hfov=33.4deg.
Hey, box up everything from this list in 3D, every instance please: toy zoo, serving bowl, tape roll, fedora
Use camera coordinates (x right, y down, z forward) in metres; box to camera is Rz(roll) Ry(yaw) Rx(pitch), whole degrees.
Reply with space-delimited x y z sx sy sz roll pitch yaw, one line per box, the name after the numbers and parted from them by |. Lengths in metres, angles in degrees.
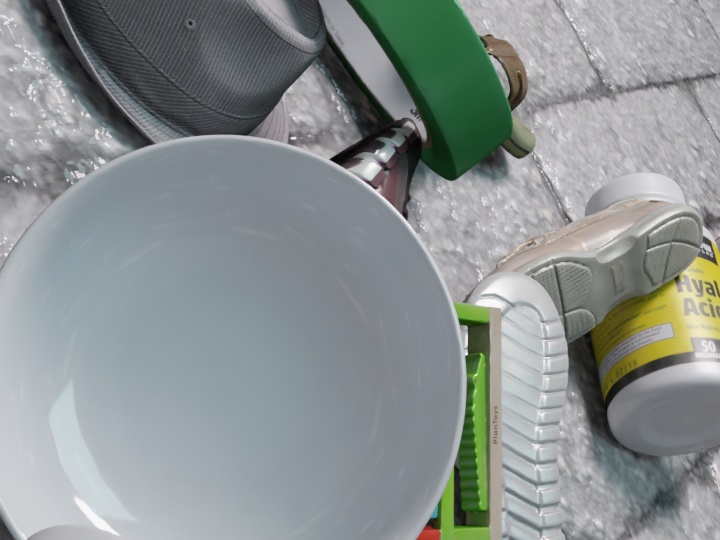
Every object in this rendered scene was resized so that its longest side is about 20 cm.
-0.003 0.074 0.607 0.198 0.020 0.133 8 78 -39 | toy zoo
-0.058 0.049 0.507 0.202 0.199 0.066 59 -11 4 | serving bowl
0.018 -0.151 0.754 0.201 0.048 0.200 53 -3 4 | tape roll
-0.085 -0.156 0.683 0.201 0.090 0.177 53 34 -6 | fedora

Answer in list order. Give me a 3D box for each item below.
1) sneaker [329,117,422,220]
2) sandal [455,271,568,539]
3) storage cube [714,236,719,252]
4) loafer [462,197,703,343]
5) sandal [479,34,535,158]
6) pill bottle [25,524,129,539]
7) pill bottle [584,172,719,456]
0.000 0.000 0.696 0.116 0.075 0.200 55 42 -13 | sneaker
0.082 0.097 0.735 0.082 0.050 0.205 17 62 -24 | sandal
0.441 0.041 1.111 0.178 0.200 0.173 27 43 -27 | storage cube
0.148 0.000 0.839 0.198 0.063 0.073 -22 121 -23 | loafer
0.092 -0.142 0.883 0.080 0.057 0.201 52 11 22 | sandal
-0.121 0.172 0.351 0.111 0.111 0.200 49 34 -11 | pill bottle
0.227 0.028 0.916 0.111 0.111 0.202 28 42 -36 | pill bottle
